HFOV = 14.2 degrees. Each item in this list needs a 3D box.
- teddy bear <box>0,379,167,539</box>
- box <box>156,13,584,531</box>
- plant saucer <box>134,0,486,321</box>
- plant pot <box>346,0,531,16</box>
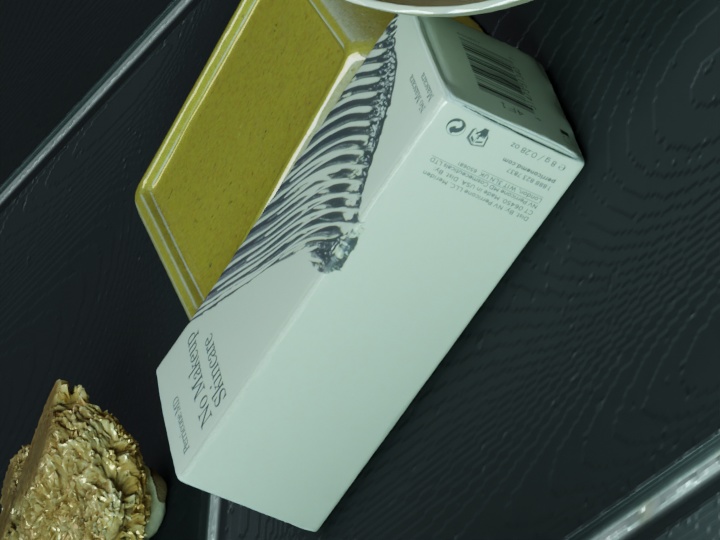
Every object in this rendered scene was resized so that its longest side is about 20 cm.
[{"bbox_3d":[-0.142,0.145,1.321,0.145,0.067,0.200,-111,42,-68],"label":"teddy bear"},{"bbox_3d":[0.000,0.000,1.138,0.200,0.068,0.082,-55,27,23],"label":"box"},{"bbox_3d":[-0.035,-0.055,1.279,0.200,0.048,0.200,-60,27,15],"label":"plant saucer"},{"bbox_3d":[0.039,-0.190,1.117,0.200,0.200,0.134,-66,-10,2],"label":"plant pot"}]
